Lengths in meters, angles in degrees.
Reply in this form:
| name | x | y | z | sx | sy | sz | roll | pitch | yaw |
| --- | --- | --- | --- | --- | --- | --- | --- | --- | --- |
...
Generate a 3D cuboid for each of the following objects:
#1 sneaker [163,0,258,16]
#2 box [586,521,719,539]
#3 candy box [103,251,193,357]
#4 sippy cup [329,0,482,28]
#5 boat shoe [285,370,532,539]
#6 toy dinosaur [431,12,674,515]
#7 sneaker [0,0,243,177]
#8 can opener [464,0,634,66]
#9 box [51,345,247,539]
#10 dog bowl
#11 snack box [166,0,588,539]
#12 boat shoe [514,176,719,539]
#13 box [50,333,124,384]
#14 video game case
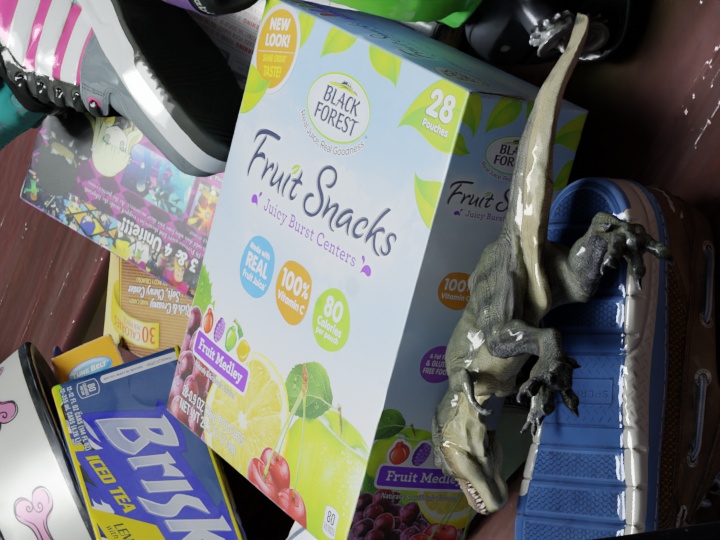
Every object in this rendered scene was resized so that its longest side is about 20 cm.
| name | x | y | z | sx | sy | sz | roll | pitch | yaw |
| --- | --- | --- | --- | --- | --- | --- | --- | --- | --- |
| sneaker | -0.018 | -0.193 | 1.009 | 0.200 | 0.076 | 0.088 | -54 | 39 | -6 |
| box | 0.127 | 0.194 | 0.744 | 0.123 | 0.200 | 0.198 | 37 | 122 | 50 |
| candy box | -0.079 | -0.047 | 1.180 | 0.115 | 0.055 | 0.200 | 23 | 110 | 53 |
| sippy cup | 0.015 | -0.187 | 0.909 | 0.140 | 0.130 | 0.178 | -61 | 6 | 18 |
| boat shoe | 0.017 | 0.093 | 1.041 | 0.200 | 0.074 | 0.065 | -46 | 45 | 40 |
| toy dinosaur | 0.068 | 0.007 | 0.844 | 0.088 | 0.047 | 0.200 | 36 | 114 | 60 |
| sneaker | -0.144 | -0.088 | 1.065 | 0.121 | 0.084 | 0.200 | -50 | 62 | 22 |
| can opener | 0.104 | -0.149 | 0.885 | 0.200 | 0.063 | 0.079 | -47 | 53 | 48 |
| box | -0.087 | 0.142 | 1.086 | 0.064 | 0.070 | 0.200 | 83 | 167 | -63 |
| dog bowl | -0.171 | 0.144 | 1.227 | 0.200 | 0.074 | 0.200 | 156 | 90 | -87 |
| snack box | 0.000 | 0.000 | 0.957 | 0.169 | 0.068 | 0.200 | 32 | 110 | 54 |
| boat shoe | 0.112 | 0.066 | 0.876 | 0.072 | 0.072 | 0.200 | 7 | 92 | 55 |
| box | -0.113 | 0.128 | 1.210 | 0.119 | 0.041 | 0.200 | 77 | 170 | -57 |
| video game case | -0.063 | -0.075 | 1.089 | 0.200 | 0.036 | 0.181 | 28 | 111 | 27 |
